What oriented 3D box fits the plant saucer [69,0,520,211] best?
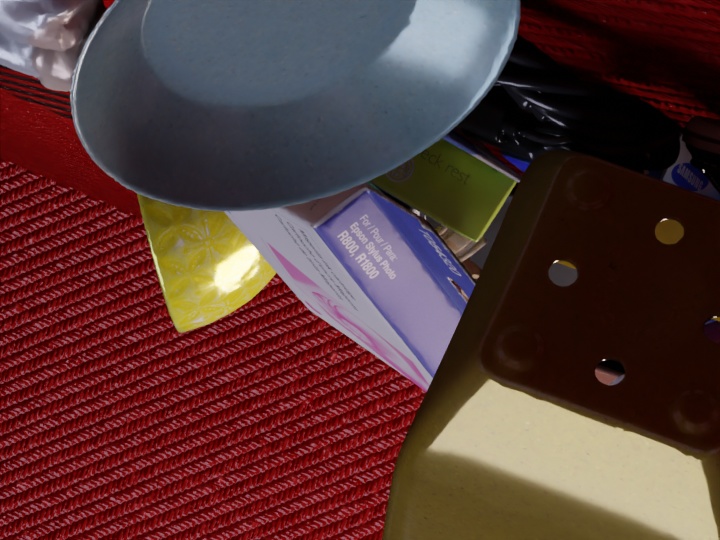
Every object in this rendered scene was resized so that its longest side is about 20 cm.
[{"bbox_3d":[-0.031,-0.103,1.237,0.201,0.201,0.039,29,-146,-49],"label":"plant saucer"}]

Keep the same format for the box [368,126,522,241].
[{"bbox_3d":[0.007,-0.080,1.526,0.122,0.048,0.200,29,-173,-19],"label":"box"}]

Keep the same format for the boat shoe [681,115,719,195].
[{"bbox_3d":[0.215,-0.018,1.389,0.075,0.062,0.200,23,173,41],"label":"boat shoe"}]

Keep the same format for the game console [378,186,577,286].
[{"bbox_3d":[0.064,-0.033,1.744,0.176,0.116,0.200,58,166,28],"label":"game console"}]

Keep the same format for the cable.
[{"bbox_3d":[0.066,-0.099,1.358,0.200,0.051,0.163,26,173,41],"label":"cable"}]

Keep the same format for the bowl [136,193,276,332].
[{"bbox_3d":[-0.078,-0.071,1.717,0.107,0.201,0.200,-12,173,1],"label":"bowl"}]

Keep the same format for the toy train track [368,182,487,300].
[{"bbox_3d":[0.003,-0.028,1.636,0.200,0.033,0.115,42,157,-6],"label":"toy train track"}]

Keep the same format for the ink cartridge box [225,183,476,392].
[{"bbox_3d":[0.000,0.000,1.523,0.200,0.043,0.196,34,169,43],"label":"ink cartridge box"}]

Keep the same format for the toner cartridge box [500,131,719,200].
[{"bbox_3d":[0.159,-0.039,1.543,0.095,0.043,0.200,20,174,30],"label":"toner cartridge box"}]

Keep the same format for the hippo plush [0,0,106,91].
[{"bbox_3d":[-0.211,-0.127,1.190,0.200,0.161,0.159,59,161,-23],"label":"hippo plush"}]

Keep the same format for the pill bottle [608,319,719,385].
[{"bbox_3d":[0.231,0.074,1.584,0.113,0.113,0.200,27,146,-35],"label":"pill bottle"}]

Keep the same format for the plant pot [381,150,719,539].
[{"bbox_3d":[0.127,0.053,1.315,0.194,0.196,0.200,20,157,13],"label":"plant pot"}]

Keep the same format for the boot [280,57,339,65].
[{"bbox_3d":[-0.093,-0.158,1.341,0.200,0.074,0.155,29,178,-8],"label":"boot"}]

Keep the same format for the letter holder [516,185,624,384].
[{"bbox_3d":[0.157,0.020,1.858,0.142,0.101,0.200,29,173,-34],"label":"letter holder"}]
